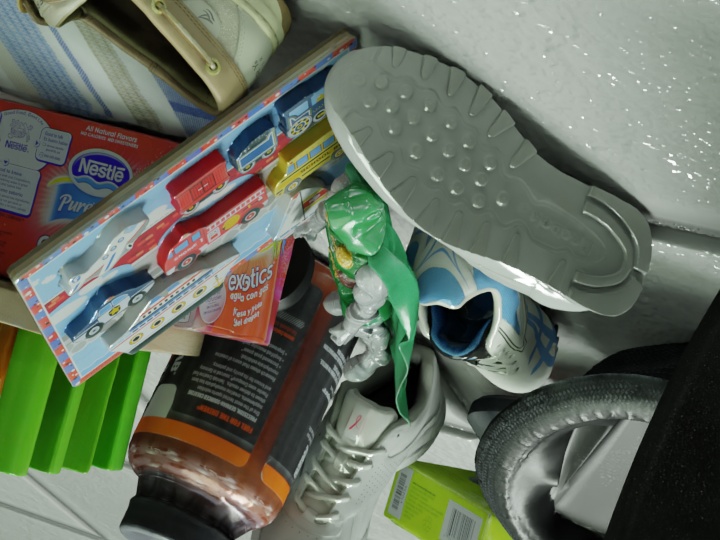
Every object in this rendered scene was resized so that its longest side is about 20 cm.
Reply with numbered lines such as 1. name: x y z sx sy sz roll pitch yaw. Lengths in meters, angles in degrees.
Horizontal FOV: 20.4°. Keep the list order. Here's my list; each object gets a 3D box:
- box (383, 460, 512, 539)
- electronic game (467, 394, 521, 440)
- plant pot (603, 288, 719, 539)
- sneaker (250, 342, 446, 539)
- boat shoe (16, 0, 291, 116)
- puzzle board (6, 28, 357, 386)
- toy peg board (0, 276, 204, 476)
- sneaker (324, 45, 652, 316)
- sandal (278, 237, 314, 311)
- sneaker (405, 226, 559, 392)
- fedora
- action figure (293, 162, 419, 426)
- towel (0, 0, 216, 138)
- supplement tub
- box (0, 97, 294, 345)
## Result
1. box: 0.130 0.180 1.366 0.199 0.048 0.122 13 -174 -32
2. electronic game: 0.164 0.124 1.300 0.198 0.042 0.200 20 168 4
3. plant pot: 0.235 0.102 0.929 0.198 0.179 0.200 4 153 21
4. sneaker: -0.012 0.121 1.294 0.077 0.201 0.100 26 151 14
5. boat shoe: -0.128 -0.143 0.934 0.199 0.067 0.074 30 161 -9
6. puzzle board: -0.076 -0.024 1.003 0.017 0.199 0.151 50 168 20
7. toy peg board: -0.222 0.050 1.161 0.197 0.099 0.200 15 179 16
8. sneaker: 0.051 -0.038 0.988 0.200 0.077 0.080 37 167 -26
9. sandal: -0.122 -0.016 1.252 0.198 0.076 0.045 5 153 28
10. sneaker: 0.065 0.029 1.134 0.071 0.073 0.200 14 159 23
11. fedora: 0.164 0.100 1.134 0.199 0.092 0.202 14 139 13
12. action figure: 0.000 0.000 1.039 0.054 0.119 0.200 -17 159 -5
13. towel: -0.155 -0.124 1.081 0.198 0.024 0.147 16 159 23
14. supplement tub: -0.079 0.088 1.264 0.106 0.201 0.107 22 160 9
15. box: -0.142 -0.031 1.157 0.198 0.101 0.095 14 180 26
